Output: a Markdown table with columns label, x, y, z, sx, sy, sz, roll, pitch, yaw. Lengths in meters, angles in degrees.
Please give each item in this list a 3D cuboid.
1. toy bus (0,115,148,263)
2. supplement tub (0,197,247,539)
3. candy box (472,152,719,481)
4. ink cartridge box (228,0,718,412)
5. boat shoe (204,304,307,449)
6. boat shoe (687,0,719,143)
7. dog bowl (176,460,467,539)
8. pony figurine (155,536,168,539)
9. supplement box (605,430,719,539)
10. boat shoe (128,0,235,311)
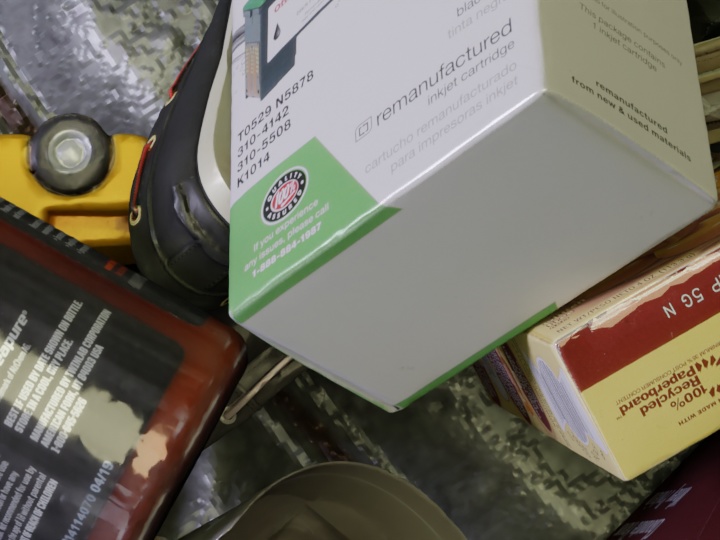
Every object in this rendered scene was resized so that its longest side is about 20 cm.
| label | x | y | z | sx | sy | sz | roll | pitch | yaw |
| --- | --- | --- | --- | --- | --- | --- | --- | --- | --- |
| toy bus | -0.173 | -0.012 | 0.944 | 0.199 | 0.065 | 0.079 | -1 | 78 | -1 |
| supplement tub | -0.145 | 0.022 | 0.849 | 0.199 | 0.107 | 0.107 | 30 | 79 | -1 |
| candy box | 0.103 | 0.009 | 0.879 | 0.115 | 0.200 | 0.056 | -28 | 99 | -6 |
| ink cartridge box | 0.030 | -0.078 | 0.839 | 0.084 | 0.146 | 0.201 | 30 | 40 | -33 |
| boat shoe | 0.000 | 0.000 | 0.954 | 0.199 | 0.067 | 0.057 | -29 | 102 | -11 |
| boat shoe | 0.111 | -0.082 | 0.885 | 0.199 | 0.069 | 0.075 | -8 | 40 | 22 |
| dog bowl | -0.013 | 0.169 | 0.862 | 0.058 | 0.200 | 0.201 | -17 | 76 | 34 |
| pony figurine | -0.172 | 0.137 | 0.881 | 0.199 | 0.167 | 0.194 | 15 | 52 | -12 |
| supplement box | 0.196 | 0.088 | 0.862 | 0.200 | 0.197 | 0.133 | -44 | 89 | -9 |
| boat shoe | -0.036 | -0.065 | 0.931 | 0.074 | 0.063 | 0.202 | 39 | 38 | -18 |
